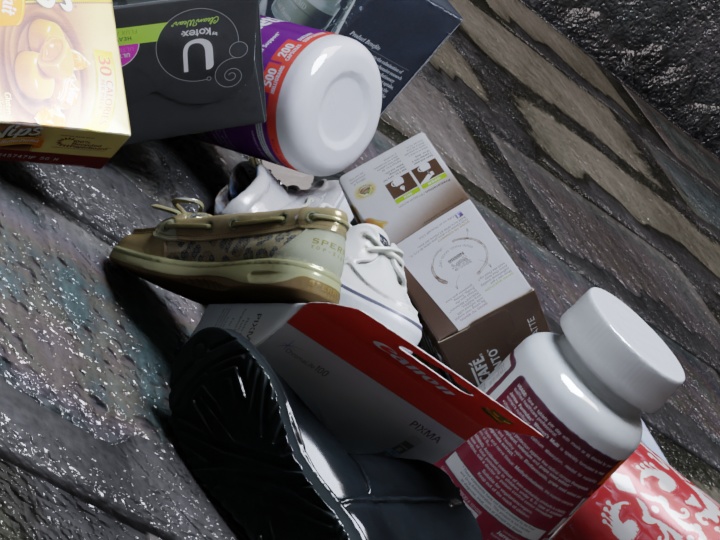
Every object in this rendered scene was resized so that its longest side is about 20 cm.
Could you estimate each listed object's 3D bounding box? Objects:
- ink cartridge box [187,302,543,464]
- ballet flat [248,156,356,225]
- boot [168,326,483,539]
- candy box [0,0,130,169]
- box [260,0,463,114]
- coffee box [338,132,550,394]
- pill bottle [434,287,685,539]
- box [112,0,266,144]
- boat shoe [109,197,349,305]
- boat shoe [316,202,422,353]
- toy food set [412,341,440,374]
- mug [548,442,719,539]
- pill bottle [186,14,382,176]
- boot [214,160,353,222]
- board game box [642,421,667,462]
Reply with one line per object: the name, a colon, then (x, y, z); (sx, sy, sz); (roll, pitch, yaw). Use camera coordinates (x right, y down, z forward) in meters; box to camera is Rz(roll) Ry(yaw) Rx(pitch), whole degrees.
ink cartridge box: (-0.002, 0.079, 1.308); (0.160, 0.047, 0.200); (35, -17, -26)
ballet flat: (-0.025, -0.057, 1.814); (0.199, 0.057, 0.067); (23, 53, -39)
boot: (-0.017, 0.128, 1.277); (0.200, 0.076, 0.168); (55, 21, 24)
candy box: (-0.226, -0.171, 1.376); (0.115, 0.055, 0.201); (4, 63, -33)
box: (-0.044, -0.239, 1.934); (0.124, 0.197, 0.200); (24, 24, -49)
coffee box: (0.067, 0.008, 1.532); (0.200, 0.079, 0.115); (58, -4, 46)
pill bottle: (0.125, 0.114, 1.432); (0.109, 0.200, 0.110); (39, 17, -14)
box: (-0.161, -0.205, 1.556); (0.201, 0.148, 0.125); (-109, -166, -47)
boat shoe: (-0.083, -0.012, 1.341); (0.199, 0.063, 0.073); (7, -14, 41)
boat shoe: (0.000, 0.000, 1.457); (0.072, 0.066, 0.200); (32, 3, -23)
toy food set: (0.039, 0.056, 1.651); (0.200, 0.049, 0.198); (32, 20, -37)
mug: (0.246, 0.236, 1.551); (0.200, 0.134, 0.177); (42, 14, 8)
pill bottle: (-0.086, -0.150, 1.665); (0.199, 0.113, 0.112); (19, -1, 37)
boot: (-0.061, -0.055, 1.643); (0.096, 0.073, 0.200); (47, 16, -10)
board game box: (0.191, 0.131, 1.838); (0.200, 0.041, 0.200); (32, 20, -34)
